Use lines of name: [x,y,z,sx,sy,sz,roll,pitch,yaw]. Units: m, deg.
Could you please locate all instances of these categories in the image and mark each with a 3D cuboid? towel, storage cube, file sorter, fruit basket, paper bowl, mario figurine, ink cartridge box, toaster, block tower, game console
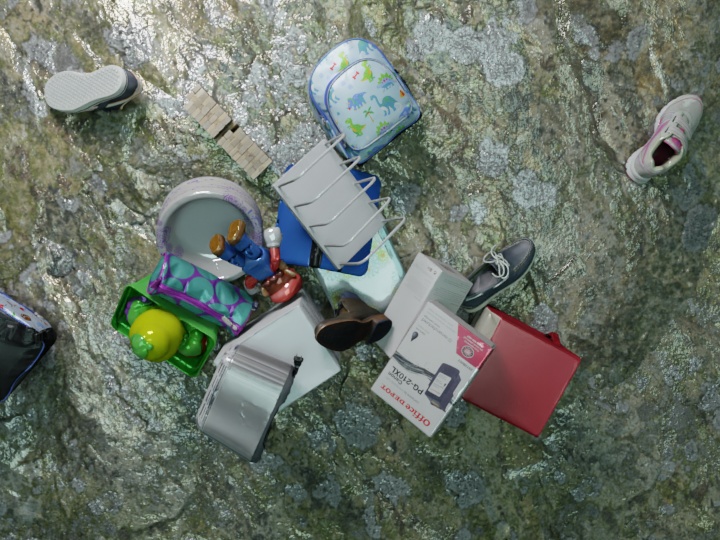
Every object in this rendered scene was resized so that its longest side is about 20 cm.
towel: [0.000,0.000,1.308,0.169,0.048,0.202,-25,98,3]
storage cube: [0.300,0.191,1.288,0.178,0.171,0.202,26,96,-5]
file sorter: [-0.033,-0.122,1.153,0.139,0.124,0.201,-44,108,-18]
fruit basket: [-0.377,0.120,1.212,0.214,0.217,0.156,33,127,-7]
paper bowl: [-0.287,-0.083,1.229,0.197,0.105,0.203,-6,124,-8]
mario figurine: [-0.187,-0.018,1.198,0.200,0.122,0.107,43,62,-37]
ink cartridge box: [0.134,0.180,1.183,0.144,0.084,0.202,35,99,15]
toaster: [-0.193,0.214,1.091,0.128,0.114,0.203,24,98,-4]
block tower: [-0.258,-0.267,1.251,0.054,0.058,0.200,-43,96,3]
game console: [-0.068,-0.101,1.269,0.168,0.118,0.204,11,86,-25]

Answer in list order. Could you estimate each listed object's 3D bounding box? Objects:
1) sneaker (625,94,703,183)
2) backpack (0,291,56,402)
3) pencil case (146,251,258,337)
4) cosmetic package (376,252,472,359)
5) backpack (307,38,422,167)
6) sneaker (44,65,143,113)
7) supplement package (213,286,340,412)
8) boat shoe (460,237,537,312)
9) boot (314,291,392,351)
sneaker: [0.626,-0.263,1.284,0.081,0.088,0.202,31,95,-7]
backpack: [-0.710,0.130,1.232,0.190,0.154,0.201,41,88,-16]
pencil case: [-0.295,0.047,1.196,0.198,0.093,0.085,30,114,-25]
cosmetic package: [0.122,0.081,1.276,0.107,0.085,0.202,20,105,-41]
backpack: [-0.001,-0.326,1.211,0.182,0.147,0.201,-37,96,0]
sneaker: [-0.505,-0.339,1.221,0.197,0.079,0.080,0,93,22]
supplement package: [-0.153,0.158,1.242,0.190,0.200,0.148,-33,98,2]
boat shoe: [0.274,0.001,1.306,0.199,0.062,0.075,-38,54,7]
boot: [-0.035,0.092,1.201,0.097,0.198,0.075,42,114,32]
